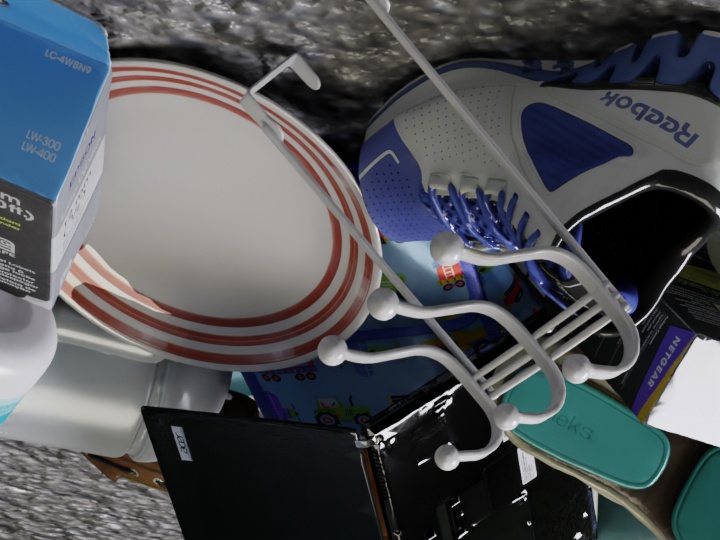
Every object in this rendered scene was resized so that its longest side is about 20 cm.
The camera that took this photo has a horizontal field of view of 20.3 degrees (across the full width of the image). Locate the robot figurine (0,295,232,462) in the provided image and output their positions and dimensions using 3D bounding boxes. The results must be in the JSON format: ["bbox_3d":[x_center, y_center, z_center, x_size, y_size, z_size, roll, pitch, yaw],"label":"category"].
[{"bbox_3d":[-0.157,0.044,1.124,0.199,0.114,0.170,12,169,-17],"label":"robot figurine"}]

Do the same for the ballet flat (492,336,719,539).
[{"bbox_3d":[0.153,0.097,0.977,0.200,0.070,0.070,35,156,2],"label":"ballet flat"}]

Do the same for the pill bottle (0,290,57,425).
[{"bbox_3d":[-0.249,0.074,1.016,0.110,0.111,0.200,22,119,-38],"label":"pill bottle"}]

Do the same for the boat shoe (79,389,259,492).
[{"bbox_3d":[-0.148,0.099,1.235,0.199,0.072,0.068,18,125,33],"label":"boat shoe"}]

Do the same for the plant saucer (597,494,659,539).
[{"bbox_3d":[0.183,0.127,1.214,0.199,0.200,0.036,-7,121,26],"label":"plant saucer"}]

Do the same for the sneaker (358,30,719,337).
[{"bbox_3d":[0.078,-0.031,0.863,0.199,0.116,0.081,-10,135,34],"label":"sneaker"}]

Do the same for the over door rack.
[{"bbox_3d":[0.017,-0.021,0.822,0.066,0.201,0.148,-26,173,-27],"label":"over door rack"}]

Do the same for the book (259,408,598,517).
[{"bbox_3d":[0.040,0.092,1.177,0.199,0.134,0.048,2,164,10],"label":"book"}]

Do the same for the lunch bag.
[{"bbox_3d":[0.000,0.000,1.050,0.150,0.094,0.200,-5,141,20],"label":"lunch bag"}]

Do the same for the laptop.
[{"bbox_3d":[0.012,0.109,1.060,0.103,0.199,0.178,38,151,44],"label":"laptop"}]

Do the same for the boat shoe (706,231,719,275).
[{"bbox_3d":[0.216,-0.048,0.894,0.062,0.071,0.200,-33,167,-22],"label":"boat shoe"}]

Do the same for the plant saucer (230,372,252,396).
[{"bbox_3d":[-0.125,0.070,1.313,0.199,0.019,0.070,-10,154,35],"label":"plant saucer"}]

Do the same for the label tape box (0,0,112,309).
[{"bbox_3d":[-0.187,-0.067,0.875,0.143,0.066,0.200,23,159,0],"label":"label tape box"}]

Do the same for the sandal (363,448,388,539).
[{"bbox_3d":[0.075,0.097,1.120,0.206,0.080,0.059,-18,161,0],"label":"sandal"}]

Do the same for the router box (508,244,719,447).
[{"bbox_3d":[0.190,0.038,0.997,0.199,0.157,0.052,18,110,-29],"label":"router box"}]

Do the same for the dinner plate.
[{"bbox_3d":[-0.083,-0.028,0.979,0.199,0.024,0.201,11,134,11],"label":"dinner plate"}]
